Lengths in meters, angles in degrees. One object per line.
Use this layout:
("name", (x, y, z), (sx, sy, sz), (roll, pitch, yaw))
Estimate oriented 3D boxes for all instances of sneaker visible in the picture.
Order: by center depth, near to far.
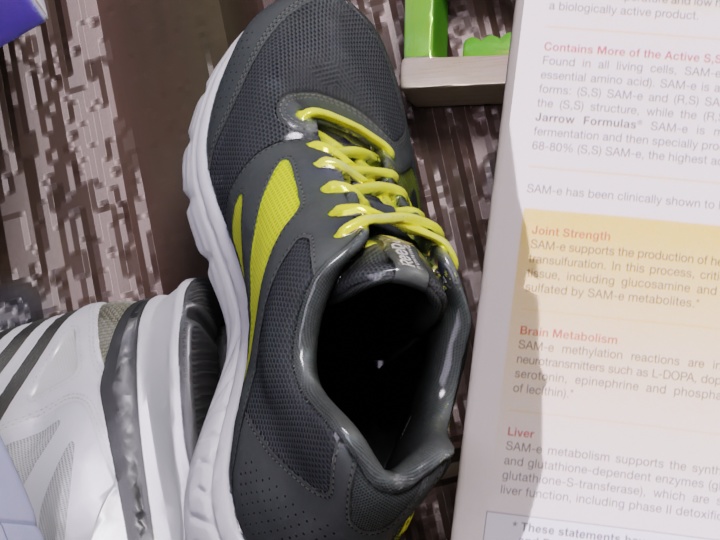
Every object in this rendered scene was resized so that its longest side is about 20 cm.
("sneaker", (0.000, 0.000, 0.831), (0.074, 0.085, 0.200), (14, 56, -26))
("sneaker", (-0.086, 0.106, 0.863), (0.115, 0.076, 0.201), (-10, 65, 21))

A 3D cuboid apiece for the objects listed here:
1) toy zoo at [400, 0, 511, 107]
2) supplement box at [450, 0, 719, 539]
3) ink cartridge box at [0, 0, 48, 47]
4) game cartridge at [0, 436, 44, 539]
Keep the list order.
("toy zoo", (0.080, -0.150, 0.906), (0.131, 0.020, 0.200), (-2, 75, 14))
("supplement box", (0.101, 0.005, 0.819), (0.126, 0.074, 0.200), (6, 85, 16))
("ink cartridge box", (-0.185, -0.054, 0.875), (0.198, 0.200, 0.043), (-30, 113, 5))
("game cartridge", (-0.155, 0.073, 0.851), (0.133, 0.041, 0.200), (-55, 52, 22))
